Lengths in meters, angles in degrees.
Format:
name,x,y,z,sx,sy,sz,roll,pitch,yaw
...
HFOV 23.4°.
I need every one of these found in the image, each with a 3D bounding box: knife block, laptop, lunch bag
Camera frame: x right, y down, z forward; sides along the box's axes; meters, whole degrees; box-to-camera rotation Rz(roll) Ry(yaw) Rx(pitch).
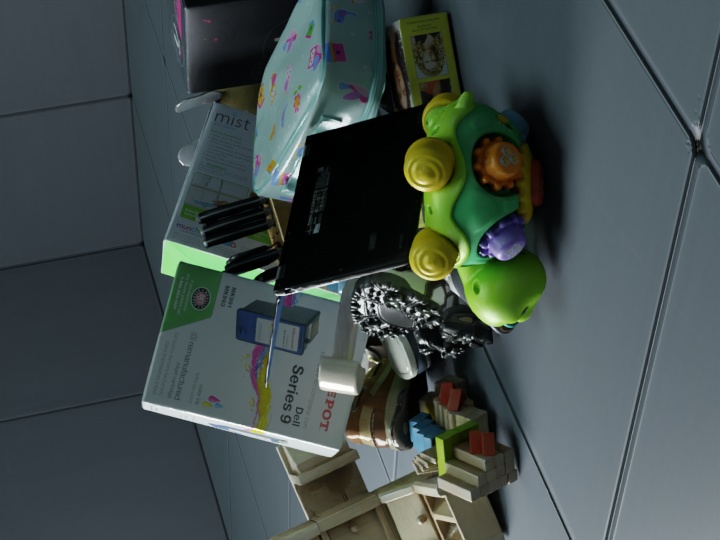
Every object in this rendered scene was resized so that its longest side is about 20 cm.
name,x,y,z,sx,sy,sz,roll,pitch,yaw
knife block,-0.064,-0.064,1.766,0.200,0.175,0.064,-63,7,-13
laptop,-0.011,-0.022,1.513,0.116,0.200,0.187,54,-148,-39
lunch bag,-0.039,-0.158,1.626,0.200,0.077,0.161,122,152,-49

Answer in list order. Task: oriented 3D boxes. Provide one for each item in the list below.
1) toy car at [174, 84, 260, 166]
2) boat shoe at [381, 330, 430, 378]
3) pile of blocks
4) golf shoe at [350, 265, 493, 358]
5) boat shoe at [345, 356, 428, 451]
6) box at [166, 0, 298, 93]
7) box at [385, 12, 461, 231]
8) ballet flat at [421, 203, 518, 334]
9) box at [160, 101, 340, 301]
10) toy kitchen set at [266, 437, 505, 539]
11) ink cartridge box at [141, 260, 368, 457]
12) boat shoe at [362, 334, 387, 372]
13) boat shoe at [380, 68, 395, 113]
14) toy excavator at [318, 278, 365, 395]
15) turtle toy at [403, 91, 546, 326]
name,x,y,z,sx,sy,sz,roll,pitch,yaw
toy car,-0.111,-0.171,1.985,0.164,0.200,0.158,94,161,-48
boat shoe,0.045,0.050,1.753,0.200,0.062,0.075,-125,26,-71
pile of blocks,0.083,0.148,1.660,0.200,0.082,0.062,-130,31,-66
golf shoe,0.047,0.015,1.550,0.200,0.078,0.095,28,-128,-59
boat shoe,0.026,0.124,1.788,0.200,0.074,0.076,-59,-37,-71
box,-0.099,-0.277,1.844,0.122,0.200,0.106,93,162,-48
box,0.065,-0.129,1.586,0.075,0.050,0.200,174,85,-78
ballet flat,0.088,-0.035,1.505,0.073,0.073,0.200,123,137,-72
box,-0.093,-0.062,1.863,0.097,0.200,0.177,112,174,-65
toy kitchen set,0.003,0.233,1.744,0.163,0.200,0.180,66,167,0
ink cartridge box,-0.101,0.088,1.704,0.088,0.200,0.145,131,154,-78
boat shoe,0.020,0.084,1.921,0.060,0.072,0.200,130,134,-78
boat shoe,0.014,-0.194,1.717,0.200,0.075,0.062,-146,57,-60
toy excavator,0.000,0.000,1.626,0.200,0.100,0.195,-49,-34,-73
turtle toy,0.096,-0.048,1.389,0.146,0.101,0.200,-68,-24,-63
